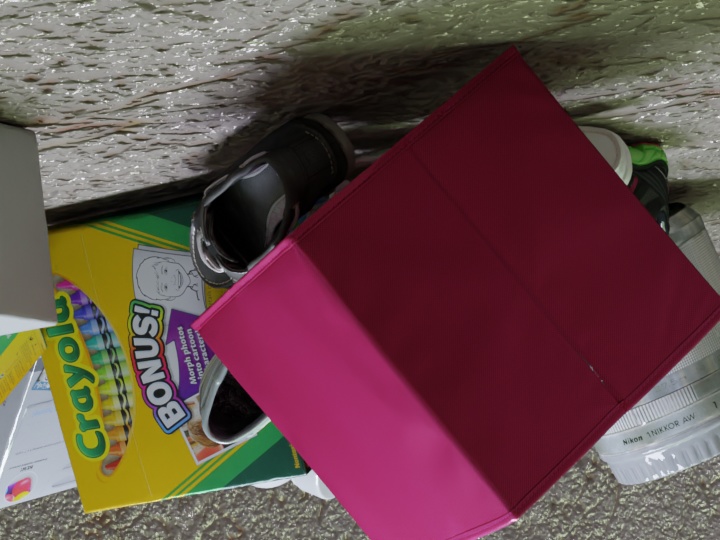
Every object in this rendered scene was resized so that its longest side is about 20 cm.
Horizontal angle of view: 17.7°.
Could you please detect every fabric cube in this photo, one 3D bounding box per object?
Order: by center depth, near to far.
[{"bbox_3d":[0.055,0.027,1.360,0.200,0.200,0.196,-40,180,-25],"label":"fabric cube"}]

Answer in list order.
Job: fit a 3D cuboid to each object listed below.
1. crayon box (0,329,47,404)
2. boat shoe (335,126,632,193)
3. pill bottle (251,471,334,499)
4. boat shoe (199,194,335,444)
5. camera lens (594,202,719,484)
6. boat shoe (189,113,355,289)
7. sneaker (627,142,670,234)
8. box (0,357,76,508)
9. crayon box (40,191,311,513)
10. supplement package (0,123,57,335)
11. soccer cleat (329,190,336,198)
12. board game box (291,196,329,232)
[{"bbox_3d":[-0.275,0.041,1.498,0.058,0.119,0.200,33,160,16],"label":"crayon box"},{"bbox_3d":[0.081,-0.062,1.509,0.198,0.071,0.069,-13,150,-1],"label":"boat shoe"},{"bbox_3d":[-0.092,0.092,1.699,0.199,0.113,0.112,22,-175,24],"label":"pill bottle"},{"bbox_3d":[-0.039,0.036,1.500,0.201,0.070,0.072,-52,-167,22],"label":"boat shoe"},{"bbox_3d":[0.237,0.055,1.903,0.159,0.201,0.160,-24,-177,1],"label":"camera lens"},{"bbox_3d":[-0.073,-0.036,1.458,0.057,0.067,0.200,-34,175,-37],"label":"boat shoe"},{"bbox_3d":[0.167,-0.042,1.617,0.076,0.084,0.199,-18,175,38],"label":"sneaker"},{"bbox_3d":[-0.215,0.085,1.789,0.155,0.041,0.201,-13,134,-44],"label":"box"},{"bbox_3d":[-0.133,0.055,1.604,0.171,0.202,0.058,-12,-171,17],"label":"crayon box"},{"bbox_3d":[-0.269,-0.023,1.266,0.116,0.118,0.200,-12,170,22],"label":"supplement package"},{"bbox_3d":[0.000,0.000,1.635,0.066,0.077,0.200,-14,154,-18],"label":"soccer cleat"},{"bbox_3d":[-0.043,-0.023,1.746,0.199,0.037,0.151,1,167,-40],"label":"board game box"}]
